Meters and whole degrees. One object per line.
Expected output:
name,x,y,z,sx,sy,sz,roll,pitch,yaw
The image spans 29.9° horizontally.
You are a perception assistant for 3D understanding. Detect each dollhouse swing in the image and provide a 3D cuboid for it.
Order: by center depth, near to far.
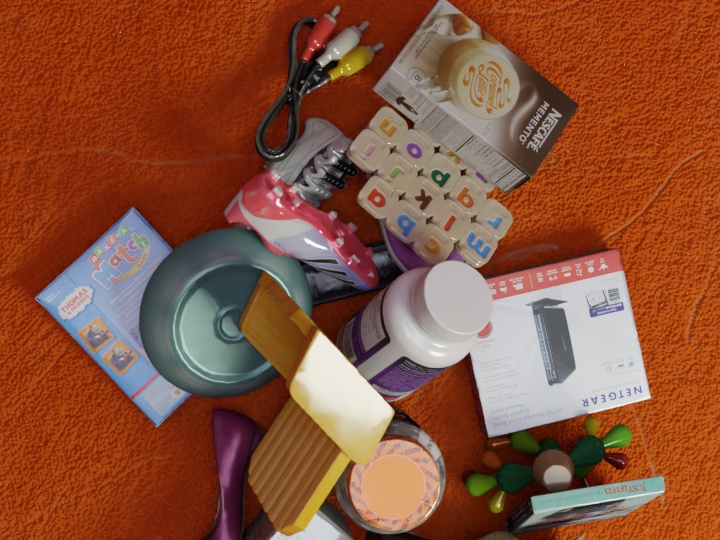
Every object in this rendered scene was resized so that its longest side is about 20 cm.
dollhouse swing,-0.088,0.139,1.412,0.176,0.200,0.182,-43,117,-2

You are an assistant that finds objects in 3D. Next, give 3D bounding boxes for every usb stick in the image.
usb stick,0.000,0.000,1.555,0.199,0.033,0.056,-14,99,-5

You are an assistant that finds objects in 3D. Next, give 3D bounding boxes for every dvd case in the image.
dvd case,0.245,0.263,1.503,0.145,0.200,0.022,-8,74,-5

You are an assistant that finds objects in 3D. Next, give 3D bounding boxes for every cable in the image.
cable,-0.065,-0.216,1.512,0.097,0.050,0.200,39,66,-1

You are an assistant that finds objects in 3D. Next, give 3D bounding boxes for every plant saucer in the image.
plant saucer,-0.143,0.054,1.494,0.199,0.036,0.201,-6,110,-18

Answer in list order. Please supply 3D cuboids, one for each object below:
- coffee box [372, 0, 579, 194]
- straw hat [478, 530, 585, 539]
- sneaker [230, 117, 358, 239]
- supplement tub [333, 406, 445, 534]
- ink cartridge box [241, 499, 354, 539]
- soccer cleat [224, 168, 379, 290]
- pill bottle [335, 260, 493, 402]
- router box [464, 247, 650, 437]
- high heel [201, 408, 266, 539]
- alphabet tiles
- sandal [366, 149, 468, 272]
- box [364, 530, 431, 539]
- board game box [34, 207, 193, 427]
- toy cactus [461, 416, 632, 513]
coffee box,0.130,-0.196,1.524,0.200,0.080,0.115,37,71,-5
straw hat,0.156,0.344,1.524,0.085,0.201,0.201,42,87,17
sneaker,-0.089,-0.089,1.533,0.200,0.075,0.081,-44,65,5
supplement tub,0.026,0.217,1.478,0.122,0.200,0.123,0,92,-6
ink cartridge box,-0.102,0.338,1.497,0.083,0.146,0.200,39,88,-6
soccer cleat,-0.060,-0.034,1.484,0.076,0.067,0.200,-34,127,24
pill bottle,0.060,0.063,1.467,0.111,0.200,0.112,10,64,-22
router box,0.220,0.082,1.568,0.199,0.049,0.180,-13,93,-5
high heel,-0.169,0.259,1.530,0.096,0.067,0.201,30,75,-11
alphabet tiles,0.079,-0.094,1.512,0.200,0.015,0.196,41,47,-5
sandal,0.055,-0.068,1.527,0.082,0.050,0.203,-26,78,-7
box,0.056,0.343,1.485,0.100,0.200,0.075,17,92,-5
board game box,-0.244,0.052,1.532,0.151,0.037,0.200,-43,96,-3
toy cactus,0.212,0.226,1.514,0.199,0.165,0.103,-8,92,4
